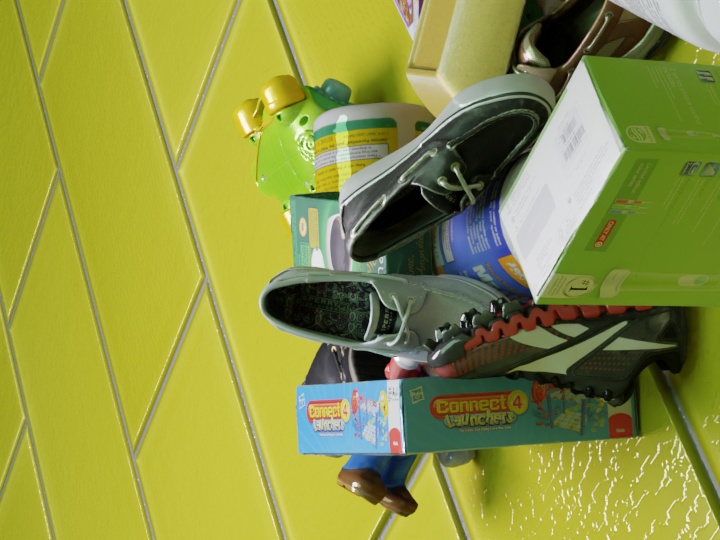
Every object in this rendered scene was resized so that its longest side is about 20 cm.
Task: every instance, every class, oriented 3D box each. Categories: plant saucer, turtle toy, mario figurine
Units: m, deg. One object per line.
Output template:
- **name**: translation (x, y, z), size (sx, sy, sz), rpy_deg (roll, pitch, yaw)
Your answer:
- **plant saucer**: translation (0.086, -0.215, 1.754), size (0.200, 0.048, 0.201), rpy_deg (-147, 72, -79)
- **turtle toy**: translation (-0.047, -0.112, 2.127), size (0.146, 0.101, 0.200), rpy_deg (65, 155, 1)
- **mario figurine**: translation (0.062, 0.109, 1.870), size (0.123, 0.106, 0.201), rpy_deg (73, -138, -88)

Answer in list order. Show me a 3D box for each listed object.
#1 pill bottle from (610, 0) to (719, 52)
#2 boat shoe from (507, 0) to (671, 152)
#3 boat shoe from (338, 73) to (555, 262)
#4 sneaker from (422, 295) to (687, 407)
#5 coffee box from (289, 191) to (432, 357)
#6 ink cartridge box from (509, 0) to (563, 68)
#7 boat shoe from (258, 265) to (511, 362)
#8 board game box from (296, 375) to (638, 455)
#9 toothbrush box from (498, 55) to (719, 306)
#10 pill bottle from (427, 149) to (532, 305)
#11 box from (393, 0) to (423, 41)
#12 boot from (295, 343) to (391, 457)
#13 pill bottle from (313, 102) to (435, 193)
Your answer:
- **pill bottle**: translation (0.233, -0.212, 1.505), size (0.200, 0.113, 0.114), rpy_deg (-136, 52, -59)
- **boat shoe**: translation (0.147, -0.161, 1.683), size (0.200, 0.074, 0.076), rpy_deg (-43, 46, 36)
- **boat shoe**: translation (0.067, -0.071, 1.659), size (0.200, 0.071, 0.064), rpy_deg (-35, 39, 29)
- **sneaker**: translation (0.147, 0.058, 1.606), size (0.071, 0.200, 0.098), rpy_deg (-162, 59, -81)
- **coffee box**: translation (0.000, 0.000, 1.831), size (0.200, 0.044, 0.124), rpy_deg (-172, 77, -66)
- **ink cartridge box**: translation (0.122, -0.227, 1.831), size (0.200, 0.050, 0.162), rpy_deg (41, 125, 57)
- **boat shoe**: translation (0.018, 0.037, 1.702), size (0.071, 0.200, 0.070), rpy_deg (-26, -58, -73)
- **board game box**: translation (0.079, 0.108, 1.723), size (0.196, 0.199, 0.056), rpy_deg (170, 98, -64)
- **toothbrush box**: translation (0.212, -0.053, 1.439), size (0.146, 0.199, 0.086), rpy_deg (116, 147, -43)
- **pill bottle**: translation (0.140, -0.035, 1.702), size (0.200, 0.112, 0.113), rpy_deg (158, 111, -64)
- **box**: translation (0.047, -0.309, 1.935), size (0.200, 0.039, 0.137), rpy_deg (89, 164, -47)
- **boot**: translation (-0.004, 0.113, 2.058), size (0.200, 0.073, 0.151), rpy_deg (-110, 33, -46)
- **pill bottle**: translation (0.017, -0.039, 1.972), size (0.113, 0.112, 0.201), rpy_deg (159, 109, -64)
